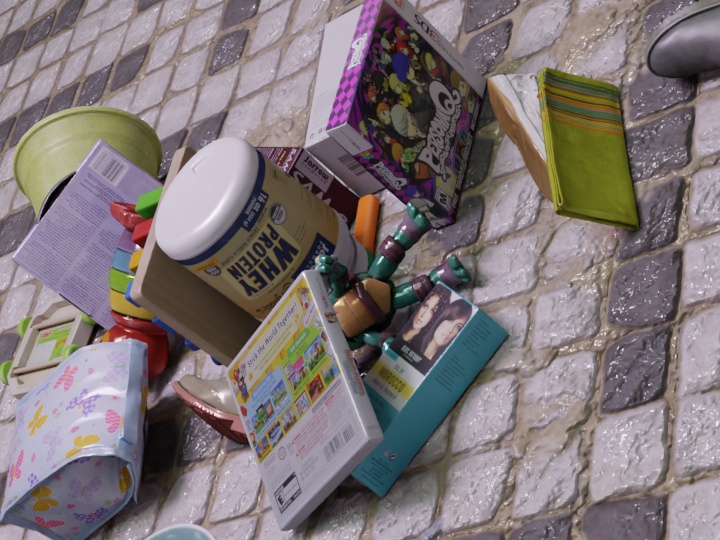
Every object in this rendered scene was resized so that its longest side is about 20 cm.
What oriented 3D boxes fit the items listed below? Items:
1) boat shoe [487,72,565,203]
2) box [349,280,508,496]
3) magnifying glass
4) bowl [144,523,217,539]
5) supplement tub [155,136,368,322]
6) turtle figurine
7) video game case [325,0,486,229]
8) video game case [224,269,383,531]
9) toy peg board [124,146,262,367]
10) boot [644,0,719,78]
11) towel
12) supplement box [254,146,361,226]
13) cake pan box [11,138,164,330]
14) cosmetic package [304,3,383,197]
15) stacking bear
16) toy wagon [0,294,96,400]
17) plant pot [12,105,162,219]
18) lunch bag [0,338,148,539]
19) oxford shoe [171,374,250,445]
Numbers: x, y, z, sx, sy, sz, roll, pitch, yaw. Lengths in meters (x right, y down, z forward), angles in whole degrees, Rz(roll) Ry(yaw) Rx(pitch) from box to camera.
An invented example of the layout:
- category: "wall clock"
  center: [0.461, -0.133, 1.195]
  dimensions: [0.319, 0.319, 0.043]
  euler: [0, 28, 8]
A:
- category: "boat shoe"
  center: [0.190, -0.142, 1.662]
  dimensions: [0.069, 0.071, 0.201]
  euler: [-19, 45, -4]
- category: "box"
  center: [0.049, 0.113, 1.601]
  dimensions: [0.200, 0.049, 0.082]
  euler: [-53, 33, -2]
- category: "magnifying glass"
  center: [0.000, 0.000, 1.797]
  dimensions: [0.079, 0.022, 0.201]
  euler: [-25, 43, 34]
- category: "bowl"
  center: [-0.167, 0.355, 1.577]
  dimensions: [0.200, 0.105, 0.202]
  euler: [-31, 38, 28]
- category: "supplement tub"
  center: [-0.101, -0.031, 1.748]
  dimensions: [0.144, 0.200, 0.145]
  euler: [-33, 37, 29]
- category: "turtle figurine"
  center: [0.006, 0.033, 1.668]
  dimensions: [0.200, 0.150, 0.101]
  euler: [-40, 16, 1]
- category: "video game case"
  center: [0.053, -0.176, 1.754]
  dimensions: [0.036, 0.181, 0.201]
  euler: [-16, 46, 40]
- category: "video game case"
  center: [-0.059, 0.128, 1.601]
  dimensions: [0.200, 0.023, 0.183]
  euler: [-50, 54, 47]
- category: "toy peg board"
  center: [-0.178, 0.007, 1.837]
  dimensions: [0.097, 0.200, 0.200]
  euler: [-20, 45, 40]
- category: "boot"
  center: [0.347, -0.168, 1.511]
  dimensions: [0.181, 0.072, 0.201]
  euler: [-29, 46, 33]
- category: "towel"
  center: [0.220, -0.121, 1.599]
  dimensions: [0.018, 0.085, 0.201]
  euler: [109, 166, -45]
- category: "supplement box"
  center: [-0.103, -0.091, 1.924]
  dimensions: [0.199, 0.109, 0.061]
  euler: [5, 61, 53]
- category: "cake pan box"
  center: [-0.301, -0.034, 2.024]
  dimensions: [0.185, 0.199, 0.052]
  euler: [-55, 11, -6]
- category: "cosmetic package"
  center: [0.008, -0.199, 1.898]
  dimensions: [0.084, 0.107, 0.201]
  euler: [-23, 43, 35]
- category: "stacking bear"
  center: [-0.254, 0.032, 1.960]
  dimensions: [0.121, 0.113, 0.202]
  euler: [-152, 73, -71]
- category: "toy wagon"
  center: [-0.396, 0.077, 2.175]
  dimensions: [0.154, 0.040, 0.201]
  euler: [-14, 47, 42]
- category: "plant pot"
  center: [-0.343, -0.078, 2.147]
  dimensions: [0.200, 0.200, 0.185]
  euler: [-36, 47, 22]
- category: "lunch bag"
  center: [-0.306, 0.193, 1.877]
  dimensions: [0.200, 0.127, 0.170]
  euler: [-41, 36, 34]
- category: "oxford shoe"
  center: [-0.126, 0.142, 1.772]
  dimensions: [0.199, 0.071, 0.074]
  euler: [21, 71, 44]
